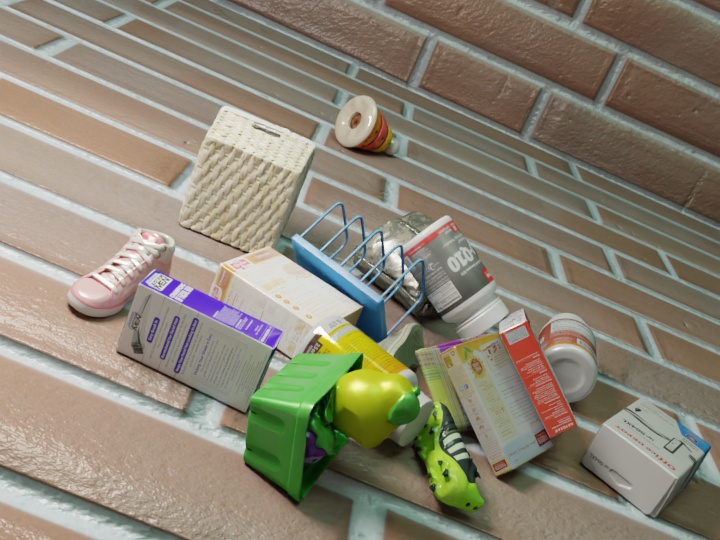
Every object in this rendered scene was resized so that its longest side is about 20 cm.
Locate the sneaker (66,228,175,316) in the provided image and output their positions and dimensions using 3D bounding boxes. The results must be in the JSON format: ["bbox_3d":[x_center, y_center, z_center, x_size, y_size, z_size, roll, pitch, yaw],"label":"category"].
[{"bbox_3d":[-0.341,-0.007,1.377,0.075,0.105,0.200,33,25,15],"label":"sneaker"}]

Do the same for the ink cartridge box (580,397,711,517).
[{"bbox_3d":[0.474,0.304,1.566,0.146,0.085,0.199,36,24,25],"label":"ink cartridge box"}]

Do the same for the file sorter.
[{"bbox_3d":[0.000,0.000,1.611,0.199,0.139,0.123,36,65,25],"label":"file sorter"}]

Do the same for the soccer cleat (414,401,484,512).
[{"bbox_3d":[0.125,0.264,1.336,0.081,0.068,0.201,34,20,-21],"label":"soccer cleat"}]

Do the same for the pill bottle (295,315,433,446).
[{"bbox_3d":[0.006,0.161,1.362,0.199,0.110,0.109,35,25,25],"label":"pill bottle"}]

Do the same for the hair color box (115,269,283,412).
[{"bbox_3d":[-0.217,0.095,1.277,0.198,0.110,0.065,25,22,-1],"label":"hair color box"}]

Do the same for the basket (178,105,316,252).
[{"bbox_3d":[-0.206,-0.161,1.728,0.196,0.202,0.161,22,25,-6],"label":"basket"}]

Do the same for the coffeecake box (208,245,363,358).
[{"bbox_3d":[-0.119,0.053,1.514,0.199,0.074,0.153,32,24,16],"label":"coffeecake box"}]

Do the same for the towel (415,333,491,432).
[{"bbox_3d":[0.174,0.179,1.496,0.199,0.023,0.145,-6,71,-43],"label":"towel"}]

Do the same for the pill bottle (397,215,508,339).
[{"bbox_3d":[0.164,0.017,1.647,0.201,0.114,0.114,55,27,3],"label":"pill bottle"}]

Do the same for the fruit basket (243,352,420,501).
[{"bbox_3d":[-0.024,0.189,1.205,0.213,0.157,0.216,8,19,-3],"label":"fruit basket"}]

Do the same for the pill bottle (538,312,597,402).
[{"bbox_3d":[0.383,0.154,1.762,0.111,0.113,0.200,26,22,3],"label":"pill bottle"}]

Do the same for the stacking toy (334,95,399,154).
[{"bbox_3d":[0.041,-0.371,2.564,0.199,0.147,0.146,25,17,-44],"label":"stacking toy"}]

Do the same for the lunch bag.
[{"bbox_3d":[0.102,-0.004,1.800,0.167,0.141,0.199,-24,50,-40],"label":"lunch bag"}]

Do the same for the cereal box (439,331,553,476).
[{"bbox_3d":[0.211,0.202,1.458,0.143,0.039,0.202,-8,71,-53],"label":"cereal box"}]

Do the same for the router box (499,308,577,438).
[{"bbox_3d":[0.285,0.161,1.541,0.181,0.048,0.200,64,9,0],"label":"router box"}]

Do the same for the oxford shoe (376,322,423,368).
[{"bbox_3d":[0.059,0.133,1.544,0.057,0.076,0.200,-6,10,23],"label":"oxford shoe"}]
